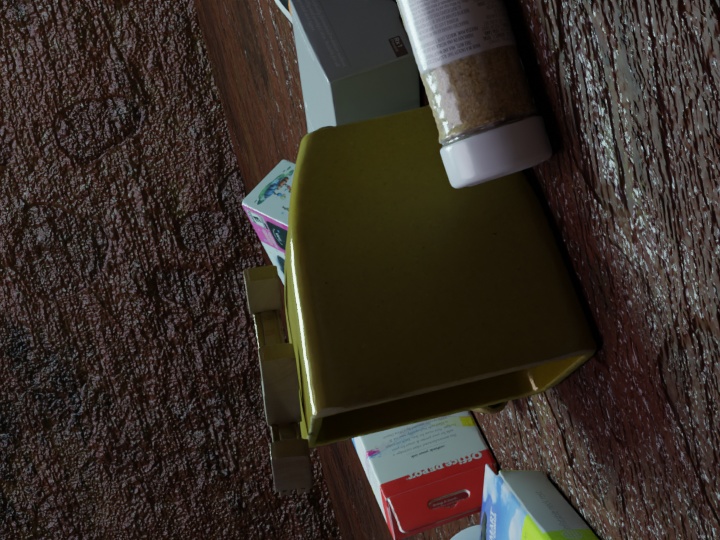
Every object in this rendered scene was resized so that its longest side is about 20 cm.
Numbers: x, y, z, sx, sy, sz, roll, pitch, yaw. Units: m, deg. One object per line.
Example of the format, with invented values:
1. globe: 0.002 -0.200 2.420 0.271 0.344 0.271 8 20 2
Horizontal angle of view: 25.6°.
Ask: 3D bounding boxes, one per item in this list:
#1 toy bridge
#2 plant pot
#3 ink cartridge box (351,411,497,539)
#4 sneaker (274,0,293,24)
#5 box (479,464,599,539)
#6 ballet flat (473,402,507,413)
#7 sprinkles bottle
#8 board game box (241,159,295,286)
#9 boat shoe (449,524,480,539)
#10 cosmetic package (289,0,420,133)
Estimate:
1. toy bridge: -0.056 0.081 1.102 0.201 0.027 0.068 -103 7 -50
2. plant pot: 0.034 -0.002 1.123 0.196 0.192 0.202 105 152 -77
3. ink cartridge box: 0.064 0.188 1.576 0.201 0.115 0.068 -115 11 -46
4. sneaker: -0.030 -0.241 1.513 0.090 0.069 0.202 2 110 66
5. box: 0.144 0.245 1.262 0.200 0.047 0.123 -128 40 -70
6. ballet flat: 0.090 0.035 1.310 0.063 0.068 0.201 24 141 41
7. sprinkles bottle: 0.060 -0.156 0.991 0.068 0.068 0.202 171 82 -82
8. board game box: 0.000 0.000 1.413 0.199 0.064 0.148 24 151 42
9. boat shoe: 0.110 0.348 1.608 0.201 0.073 0.066 -70 -38 -49
10. cosmetic package: -0.001 -0.152 1.380 0.201 0.089 0.107 77 169 -57
